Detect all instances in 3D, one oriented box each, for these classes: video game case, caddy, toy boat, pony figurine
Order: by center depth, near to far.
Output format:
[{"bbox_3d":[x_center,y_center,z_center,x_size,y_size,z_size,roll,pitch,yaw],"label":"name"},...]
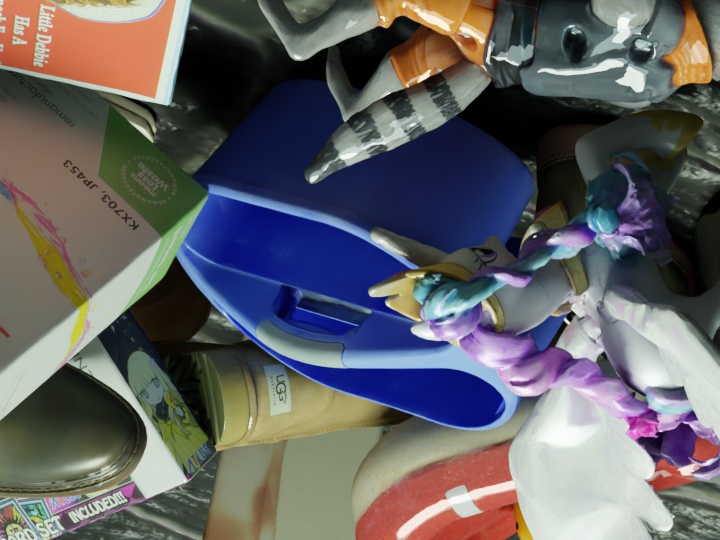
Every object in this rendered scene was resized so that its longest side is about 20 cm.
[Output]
[{"bbox_3d":[0.116,0.030,1.139,0.193,0.200,0.167,54,141,9],"label":"pony figurine"},{"bbox_3d":[0.000,0.000,1.244,0.199,0.105,0.142,15,148,41],"label":"caddy"},{"bbox_3d":[-0.192,0.050,1.342,0.199,0.036,0.182,-23,103,34],"label":"video game case"},{"bbox_3d":[0.096,0.124,1.346,0.199,0.131,0.130,-17,166,22],"label":"toy boat"}]

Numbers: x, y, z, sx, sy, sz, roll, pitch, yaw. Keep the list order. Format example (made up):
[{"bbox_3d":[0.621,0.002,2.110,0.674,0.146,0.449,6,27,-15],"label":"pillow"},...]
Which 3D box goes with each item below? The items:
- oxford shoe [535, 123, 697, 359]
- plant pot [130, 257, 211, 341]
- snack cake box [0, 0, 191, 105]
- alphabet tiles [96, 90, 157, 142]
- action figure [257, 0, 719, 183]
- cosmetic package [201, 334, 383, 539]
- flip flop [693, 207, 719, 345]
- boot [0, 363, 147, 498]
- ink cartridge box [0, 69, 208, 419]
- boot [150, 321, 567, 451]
[{"bbox_3d":[0.116,0.011,1.328,0.070,0.074,0.200,-1,150,20],"label":"oxford shoe"},{"bbox_3d":[-0.171,-0.010,1.402,0.199,0.028,0.200,8,154,4],"label":"plant pot"},{"bbox_3d":[-0.115,-0.152,1.108,0.114,0.067,0.200,11,152,-6],"label":"snack cake box"},{"bbox_3d":[-0.189,-0.055,1.369,0.195,0.015,0.200,26,148,-28],"label":"alphabet tiles"},{"bbox_3d":[0.074,-0.085,1.127,0.192,0.105,0.200,-7,153,13],"label":"action figure"},{"bbox_3d":[-0.042,0.143,1.493,0.087,0.201,0.104,11,151,0],"label":"cosmetic package"},{"bbox_3d":[0.196,-0.012,1.273,0.057,0.081,0.200,-1,148,-11],"label":"flip flop"},{"bbox_3d":[-0.196,0.044,1.250,0.199,0.075,0.097,15,158,21],"label":"boot"},{"bbox_3d":[-0.170,-0.003,1.173,0.117,0.200,0.067,41,136,5],"label":"ink cartridge box"},{"bbox_3d":[-0.014,0.058,1.415,0.199,0.067,0.175,-7,-175,-29],"label":"boot"}]
